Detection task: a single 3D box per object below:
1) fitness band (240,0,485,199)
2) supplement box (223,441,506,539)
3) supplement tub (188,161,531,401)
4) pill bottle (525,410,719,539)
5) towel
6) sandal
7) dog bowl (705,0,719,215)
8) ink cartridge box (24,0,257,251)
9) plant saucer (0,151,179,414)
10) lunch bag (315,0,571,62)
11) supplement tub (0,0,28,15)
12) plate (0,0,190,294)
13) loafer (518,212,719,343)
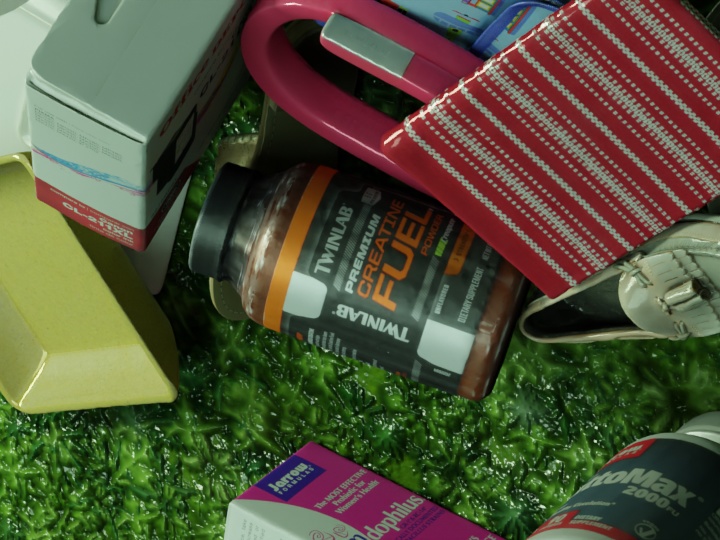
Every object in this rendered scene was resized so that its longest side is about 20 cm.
[{"bbox_3d":[0.022,-0.099,1.415,0.200,0.037,0.144,30,162,1],"label":"fitness band"},{"bbox_3d":[0.014,0.212,1.612,0.200,0.101,0.104,24,124,24],"label":"supplement box"},{"bbox_3d":[0.000,0.000,1.479,0.200,0.107,0.107,19,124,5],"label":"supplement tub"},{"bbox_3d":[0.174,0.162,1.407,0.119,0.200,0.120,16,120,29],"label":"pill bottle"},{"bbox_3d":[0.124,-0.073,1.321,0.145,0.023,0.200,40,129,-21],"label":"towel"},{"bbox_3d":[-0.057,-0.076,1.557,0.070,0.077,0.212,51,132,47],"label":"sandal"},{"bbox_3d":[0.272,-0.081,1.310,0.200,0.059,0.201,15,120,28],"label":"dog bowl"},{"bbox_3d":[-0.128,-0.116,1.457,0.083,0.146,0.200,29,163,3],"label":"ink cartridge box"},{"bbox_3d":[-0.219,0.002,1.676,0.200,0.048,0.200,-8,119,48],"label":"plant saucer"},{"bbox_3d":[0.093,-0.142,1.376,0.200,0.094,0.151,39,152,0],"label":"lunch bag"},{"bbox_3d":[-0.265,-0.271,1.540,0.200,0.145,0.145,45,130,8],"label":"supplement tub"},{"bbox_3d":[-0.200,-0.102,1.653,0.199,0.032,0.200,33,128,19],"label":"plate"},{"bbox_3d":[0.163,0.016,1.391,0.072,0.063,0.200,54,155,-14],"label":"loafer"}]
